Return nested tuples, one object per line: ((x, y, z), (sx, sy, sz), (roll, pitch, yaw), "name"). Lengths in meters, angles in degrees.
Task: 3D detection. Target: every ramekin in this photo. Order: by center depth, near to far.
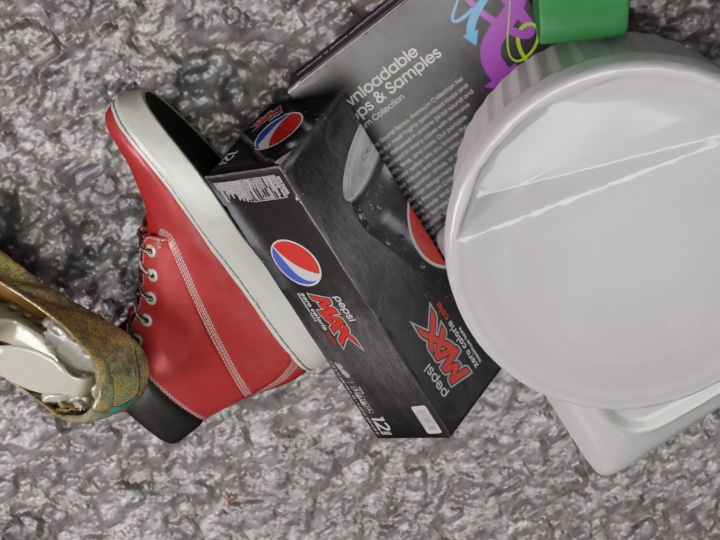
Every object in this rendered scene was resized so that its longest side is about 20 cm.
((0.139, -0.036, 1.504), (0.201, 0.094, 0.204), (-2, 117, -4), "ramekin")

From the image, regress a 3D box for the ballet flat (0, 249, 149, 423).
((-0.214, 0.025, 1.592), (0.199, 0.071, 0.071), (30, 110, 8), "ballet flat")

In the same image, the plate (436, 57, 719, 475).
((0.175, 0.007, 1.600), (0.199, 0.032, 0.200), (-31, 115, 10), "plate")

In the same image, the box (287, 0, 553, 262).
((0.074, -0.076, 1.598), (0.143, 0.036, 0.200), (-37, 108, 13), "box")

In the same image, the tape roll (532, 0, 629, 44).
((0.106, -0.219, 1.454), (0.048, 0.201, 0.202), (-5, 111, 2), "tape roll")

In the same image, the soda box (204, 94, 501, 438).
((0.000, 0.000, 1.586), (0.063, 0.071, 0.201), (-3, 128, 45), "soda box")

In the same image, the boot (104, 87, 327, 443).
((-0.123, 0.004, 1.613), (0.144, 0.073, 0.201), (-28, 112, 12), "boot")
